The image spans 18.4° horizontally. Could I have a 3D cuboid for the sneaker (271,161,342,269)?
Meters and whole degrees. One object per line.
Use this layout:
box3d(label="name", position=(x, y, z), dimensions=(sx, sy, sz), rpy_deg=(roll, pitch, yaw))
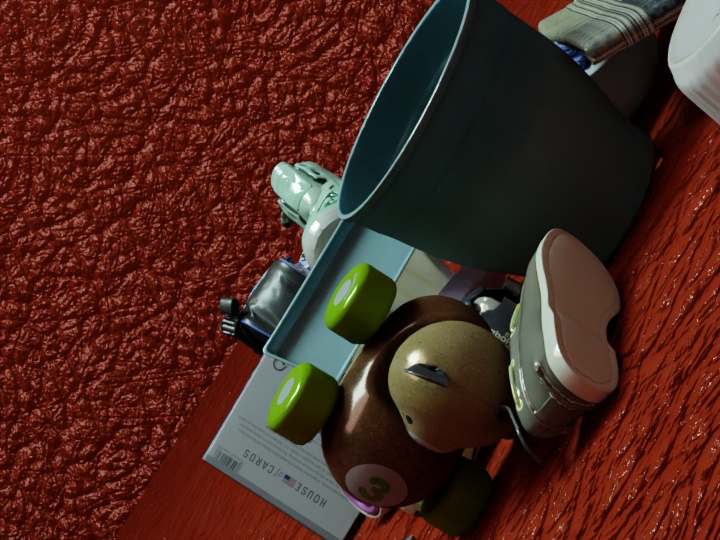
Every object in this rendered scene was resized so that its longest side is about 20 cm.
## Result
box3d(label="sneaker", position=(-0.042, -0.046, 1.917), dimensions=(0.074, 0.118, 0.200), rpy_deg=(-60, -13, 9))

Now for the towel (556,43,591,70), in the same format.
box3d(label="towel", position=(0.209, -0.210, 1.840), dimensions=(0.200, 0.024, 0.145), rpy_deg=(-39, 9, -26))

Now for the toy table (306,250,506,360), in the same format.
box3d(label="toy table", position=(0.035, 0.025, 1.844), dimensions=(0.185, 0.117, 0.200), rpy_deg=(-63, -14, 12))

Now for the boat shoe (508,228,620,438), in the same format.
box3d(label="boat shoe", position=(0.133, 0.039, 1.494), dimensions=(0.060, 0.072, 0.202), rpy_deg=(-50, 14, 26))

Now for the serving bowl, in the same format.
box3d(label="serving bowl", position=(0.170, -0.129, 1.836), dimensions=(0.199, 0.066, 0.200), rpy_deg=(-35, 10, 7))

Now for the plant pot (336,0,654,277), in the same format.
box3d(label="plant pot", position=(0.111, -0.085, 1.660), dimensions=(0.201, 0.187, 0.200), rpy_deg=(-59, 12, 20))

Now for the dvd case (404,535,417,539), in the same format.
box3d(label="dvd case", position=(-0.020, 0.299, 1.730), dimensions=(0.149, 0.016, 0.200), rpy_deg=(-64, 8, -31))

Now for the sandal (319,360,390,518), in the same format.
box3d(label="sandal", position=(-0.018, 0.132, 1.822), dimensions=(0.082, 0.204, 0.050), rpy_deg=(16, 47, 45))

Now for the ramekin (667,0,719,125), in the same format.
box3d(label="ramekin", position=(0.264, -0.164, 1.318), dimensions=(0.203, 0.094, 0.202), rpy_deg=(-58, 8, 12))

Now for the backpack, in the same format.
box3d(label="backpack", position=(-0.022, 0.058, 2.097), dimensions=(0.154, 0.199, 0.191), rpy_deg=(-52, -3, -11))

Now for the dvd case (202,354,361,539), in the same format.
box3d(label="dvd case", position=(-0.028, 0.122, 1.977), dimensions=(0.201, 0.150, 0.025), rpy_deg=(-59, -8, 3))

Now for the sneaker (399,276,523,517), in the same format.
box3d(label="sneaker", position=(0.080, 0.082, 1.655), dimensions=(0.199, 0.079, 0.130), rpy_deg=(-52, -9, -45))

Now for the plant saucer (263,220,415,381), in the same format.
box3d(label="plant saucer", position=(0.000, 0.000, 1.766), dimensions=(0.201, 0.069, 0.019), rpy_deg=(-60, -23, -21))

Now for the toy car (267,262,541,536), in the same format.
box3d(label="toy car", position=(0.052, 0.095, 1.505), dimensions=(0.159, 0.164, 0.200), rpy_deg=(-60, 14, -5))

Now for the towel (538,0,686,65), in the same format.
box3d(label="towel", position=(0.235, -0.213, 1.672), dimensions=(0.192, 0.035, 0.200), rpy_deg=(-32, 13, 1))
